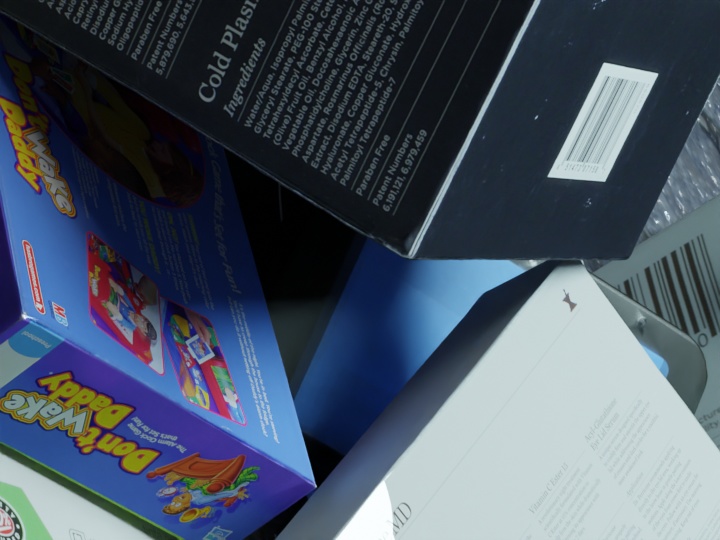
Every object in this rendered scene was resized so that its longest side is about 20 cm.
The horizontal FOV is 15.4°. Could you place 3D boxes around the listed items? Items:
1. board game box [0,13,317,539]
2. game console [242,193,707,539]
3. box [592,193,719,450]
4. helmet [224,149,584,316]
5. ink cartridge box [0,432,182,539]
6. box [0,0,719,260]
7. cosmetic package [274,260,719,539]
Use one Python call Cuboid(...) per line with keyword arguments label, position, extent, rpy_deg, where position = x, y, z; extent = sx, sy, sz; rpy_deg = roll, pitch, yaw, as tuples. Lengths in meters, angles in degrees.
Cuboid(label="board game box", position=(-0.092, -0.021, 0.855), extent=(0.134, 0.045, 0.201), rpy_deg=(35, 28, -42))
Cuboid(label="game console", position=(0.048, 0.076, 0.927), extent=(0.200, 0.116, 0.176), rpy_deg=(30, 21, -30))
Cuboid(label="box", position=(0.185, 0.103, 1.289), extent=(0.171, 0.199, 0.201), rpy_deg=(36, 30, -42))
Cuboid(label="helmet", position=(0.000, 0.000, 1.055), extent=(0.200, 0.199, 0.192), rpy_deg=(-1, 84, -65))
Cuboid(label="ink cartridge box", position=(-0.135, 0.048, 0.842), extent=(0.146, 0.084, 0.201), rpy_deg=(27, 36, -53))
Cuboid(label="box", position=(0.004, -0.090, 0.861), extent=(0.182, 0.105, 0.200), rpy_deg=(30, 12, 21))
Cuboid(label="cosmetic package", position=(0.055, 0.109, 0.867), extent=(0.151, 0.052, 0.200), rpy_deg=(55, 43, -11))
